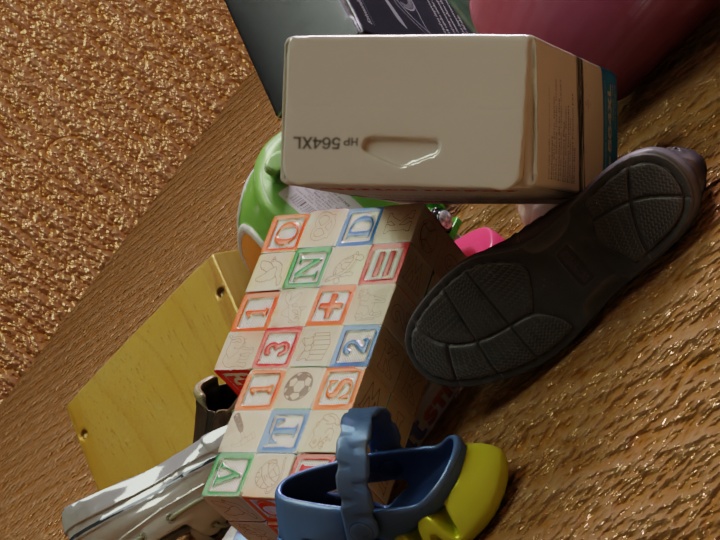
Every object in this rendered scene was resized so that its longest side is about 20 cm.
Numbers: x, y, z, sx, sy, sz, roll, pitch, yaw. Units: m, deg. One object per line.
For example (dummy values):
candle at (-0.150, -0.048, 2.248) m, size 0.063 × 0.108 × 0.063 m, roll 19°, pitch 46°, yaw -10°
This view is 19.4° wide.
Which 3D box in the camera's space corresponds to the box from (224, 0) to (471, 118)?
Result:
box at (0.004, -0.186, 1.701) m, size 0.104 × 0.199 × 0.149 m, roll -42°, pitch 54°, yaw 27°

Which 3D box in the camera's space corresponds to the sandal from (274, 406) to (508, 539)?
sandal at (-0.012, 0.137, 1.113) m, size 0.200 × 0.087 × 0.080 m, roll -46°, pitch 13°, yaw 28°

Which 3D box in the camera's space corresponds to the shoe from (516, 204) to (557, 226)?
shoe at (0.119, -0.076, 1.375) m, size 0.070 × 0.053 × 0.200 m, roll -46°, pitch 12°, yaw 18°

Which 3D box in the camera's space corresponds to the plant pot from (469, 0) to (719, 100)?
plant pot at (0.163, -0.216, 1.358) m, size 0.180 × 0.199 × 0.200 m, roll -60°, pitch 2°, yaw 39°

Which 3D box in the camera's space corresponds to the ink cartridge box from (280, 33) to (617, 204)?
ink cartridge box at (0.056, -0.082, 1.197) m, size 0.200 × 0.145 × 0.085 m, roll 5°, pitch -93°, yaw -71°

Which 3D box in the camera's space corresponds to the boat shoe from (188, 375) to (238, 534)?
boat shoe at (-0.094, 0.108, 1.557) m, size 0.202 × 0.075 × 0.075 m, roll -47°, pitch 11°, yaw 17°

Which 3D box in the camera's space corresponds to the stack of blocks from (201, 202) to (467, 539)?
stack of blocks at (-0.023, 0.061, 1.241) m, size 0.114 × 0.059 × 0.201 m, roll -4°, pitch 53°, yaw 36°

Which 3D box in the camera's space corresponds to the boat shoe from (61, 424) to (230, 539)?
boat shoe at (-0.113, 0.162, 1.491) m, size 0.199 × 0.067 × 0.073 m, roll -27°, pitch -14°, yaw 14°

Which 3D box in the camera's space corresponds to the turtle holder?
turtle holder at (-0.024, -0.049, 1.635) m, size 0.186 × 0.140 × 0.132 m, roll -78°, pitch 12°, yaw -45°

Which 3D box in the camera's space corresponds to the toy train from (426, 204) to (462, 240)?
toy train at (0.000, 0.000, 1.495) m, size 0.199 × 0.056 × 0.042 m, roll -20°, pitch 31°, yaw 43°

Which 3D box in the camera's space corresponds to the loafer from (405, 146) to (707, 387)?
loafer at (0.112, -0.001, 1.161) m, size 0.200 × 0.072 × 0.063 m, roll -37°, pitch -4°, yaw 29°

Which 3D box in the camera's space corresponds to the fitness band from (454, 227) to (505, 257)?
fitness band at (0.033, 0.044, 1.378) m, size 0.144 × 0.037 × 0.200 m, roll -54°, pitch 12°, yaw -32°

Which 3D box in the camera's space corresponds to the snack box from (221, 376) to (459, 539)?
snack box at (-0.004, 0.103, 1.254) m, size 0.072 × 0.024 × 0.201 m, roll 21°, pitch 70°, yaw 45°

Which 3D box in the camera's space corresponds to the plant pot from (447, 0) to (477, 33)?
plant pot at (0.138, -0.270, 1.559) m, size 0.196 × 0.200 × 0.196 m, roll -45°, pitch 11°, yaw 20°

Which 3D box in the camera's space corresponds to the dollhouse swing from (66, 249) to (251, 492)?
dollhouse swing at (-0.106, 0.102, 1.734) m, size 0.200 × 0.175 × 0.182 m, roll -44°, pitch 54°, yaw 25°
